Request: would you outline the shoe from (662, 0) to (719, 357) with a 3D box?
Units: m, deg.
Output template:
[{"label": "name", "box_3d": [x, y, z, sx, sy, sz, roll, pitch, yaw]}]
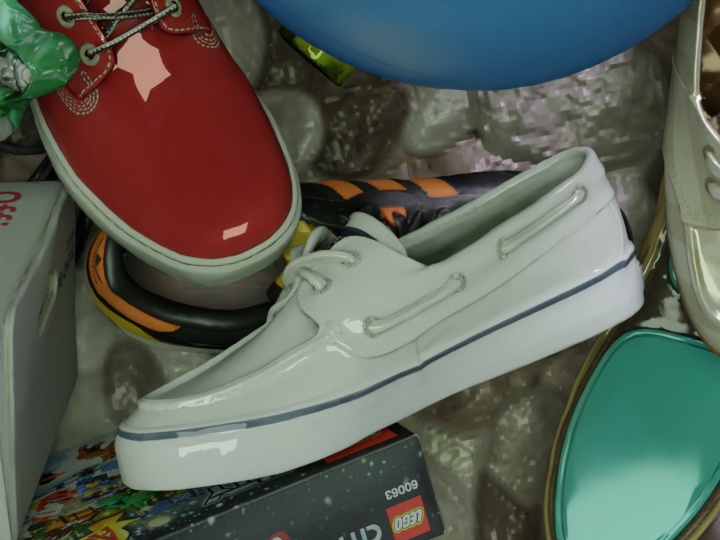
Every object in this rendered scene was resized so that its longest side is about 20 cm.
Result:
[{"label": "shoe", "box_3d": [0.133, -0.067, 0.975, 0.070, 0.053, 0.201, 4, 91, 24]}]

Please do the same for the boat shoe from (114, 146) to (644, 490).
[{"label": "boat shoe", "box_3d": [0.002, 0.013, 0.967, 0.199, 0.073, 0.066, -23, 105, -26]}]

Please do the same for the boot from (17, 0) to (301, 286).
[{"label": "boot", "box_3d": [-0.088, -0.098, 0.952, 0.072, 0.144, 0.200, -29, 64, -13]}]

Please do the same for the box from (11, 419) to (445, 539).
[{"label": "box", "box_3d": [-0.087, 0.093, 0.979, 0.199, 0.137, 0.038, -21, 104, -15]}]

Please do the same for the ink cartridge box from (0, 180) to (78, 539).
[{"label": "ink cartridge box", "box_3d": [-0.204, 0.031, 0.994, 0.199, 0.145, 0.084, 0, 112, 4]}]

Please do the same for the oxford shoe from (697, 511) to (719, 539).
[{"label": "oxford shoe", "box_3d": [0.155, 0.109, 1.033, 0.199, 0.071, 0.073, -12, 83, 1]}]

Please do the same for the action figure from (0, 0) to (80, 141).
[{"label": "action figure", "box_3d": [-0.176, -0.075, 0.971, 0.199, 0.055, 0.119, 4, 121, 33]}]

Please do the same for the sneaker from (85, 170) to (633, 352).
[{"label": "sneaker", "box_3d": [0.000, 0.000, 1.028, 0.199, 0.090, 0.070, -2, 88, 2]}]

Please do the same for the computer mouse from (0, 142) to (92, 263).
[{"label": "computer mouse", "box_3d": [-0.167, -0.094, 1.057, 0.199, 0.046, 0.141, 32, 90, 2]}]

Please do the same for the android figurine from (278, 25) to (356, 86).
[{"label": "android figurine", "box_3d": [0.023, -0.169, 1.020, 0.182, 0.041, 0.200, 39, 90, 2]}]

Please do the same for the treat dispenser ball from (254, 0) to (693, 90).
[{"label": "treat dispenser ball", "box_3d": [0.036, -0.157, 0.899, 0.200, 0.201, 0.202, 0, 88, 1]}]

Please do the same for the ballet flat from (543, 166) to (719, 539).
[{"label": "ballet flat", "box_3d": [0.121, 0.023, 1.035, 0.068, 0.063, 0.201, 22, 84, 9]}]
